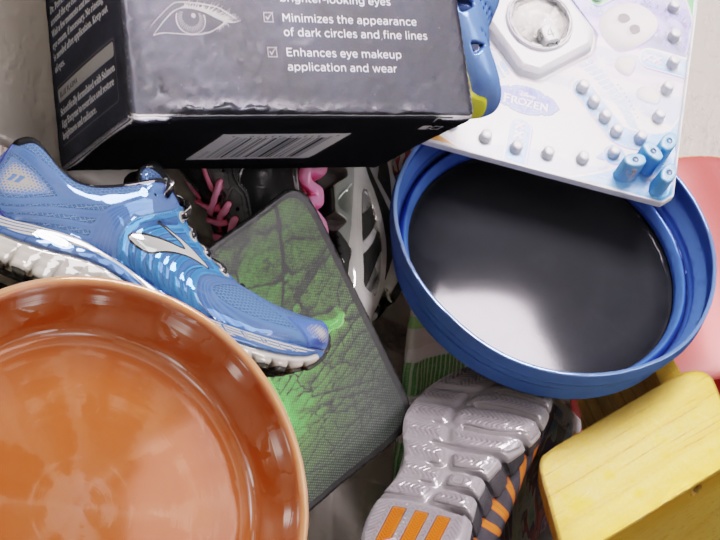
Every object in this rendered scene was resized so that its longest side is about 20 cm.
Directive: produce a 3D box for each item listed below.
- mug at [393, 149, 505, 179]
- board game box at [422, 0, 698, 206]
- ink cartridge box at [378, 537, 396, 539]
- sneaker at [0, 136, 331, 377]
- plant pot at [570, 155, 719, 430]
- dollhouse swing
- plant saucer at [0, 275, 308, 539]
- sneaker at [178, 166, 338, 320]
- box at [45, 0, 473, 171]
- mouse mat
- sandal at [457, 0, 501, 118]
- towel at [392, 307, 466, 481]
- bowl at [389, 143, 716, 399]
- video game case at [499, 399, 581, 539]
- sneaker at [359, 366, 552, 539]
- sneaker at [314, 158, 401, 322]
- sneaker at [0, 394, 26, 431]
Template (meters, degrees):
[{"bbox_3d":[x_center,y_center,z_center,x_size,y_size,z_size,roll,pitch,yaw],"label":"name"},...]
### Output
[{"bbox_3d":[0.081,-0.151,1.196,0.133,0.177,0.202,17,70,-44],"label":"mug"},{"bbox_3d":[0.110,-0.154,1.114,0.198,0.026,0.202,14,63,-4],"label":"board game box"},{"bbox_3d":[-0.073,0.214,0.846,0.198,0.083,0.147,-7,84,-23],"label":"ink cartridge box"},{"bbox_3d":[-0.098,-0.007,0.904,0.199,0.078,0.090,26,73,-22],"label":"sneaker"},{"bbox_3d":[0.238,0.022,1.364,0.200,0.199,0.179,15,58,-53],"label":"plant pot"},{"bbox_3d":[0.133,0.137,1.129,0.181,0.176,0.201,-27,144,-20],"label":"dollhouse swing"},{"bbox_3d":[-0.120,0.103,0.791,0.199,0.032,0.202,7,70,-20],"label":"plant saucer"},{"bbox_3d":[-0.066,-0.036,1.042,0.095,0.079,0.202,12,67,-32],"label":"sneaker"},{"bbox_3d":[-0.061,-0.162,0.971,0.195,0.117,0.202,-2,81,-28],"label":"box"},{"bbox_3d":[-0.068,0.072,0.975,0.200,0.008,0.162,-38,113,-27],"label":"mouse mat"},{"bbox_3d":[0.058,-0.181,1.060,0.086,0.080,0.202,-6,67,-13],"label":"sandal"},{"bbox_3d":[0.072,0.077,1.175,0.152,0.023,0.202,-9,108,-54],"label":"towel"},{"bbox_3d":[0.112,-0.012,1.077,0.199,0.039,0.202,8,53,-10],"label":"bowl"},{"bbox_3d":[0.100,0.163,1.169,0.200,0.023,0.184,41,57,-65],"label":"video game case"},{"bbox_3d":[0.055,0.144,1.034,0.200,0.077,0.113,-51,144,-44],"label":"sneaker"},{"bbox_3d":[0.000,0.000,1.096,0.088,0.074,0.202,17,66,-37],"label":"sneaker"},{"bbox_3d":[-0.123,0.074,0.871,0.199,0.076,0.091,32,43,-22],"label":"sneaker"}]
